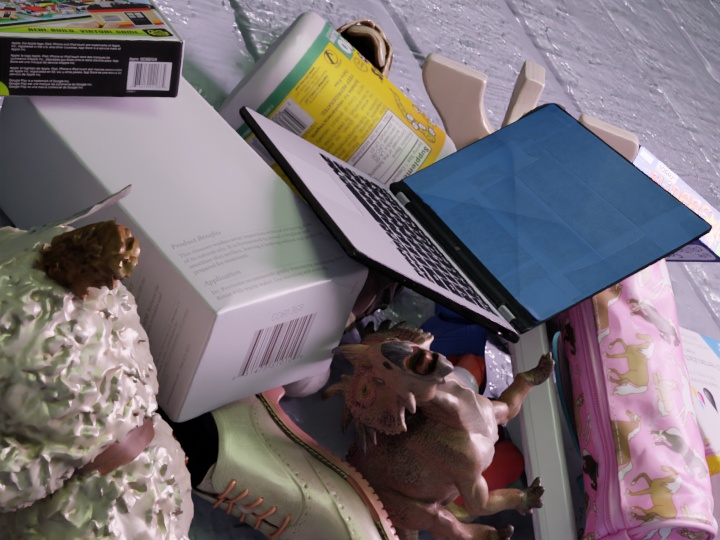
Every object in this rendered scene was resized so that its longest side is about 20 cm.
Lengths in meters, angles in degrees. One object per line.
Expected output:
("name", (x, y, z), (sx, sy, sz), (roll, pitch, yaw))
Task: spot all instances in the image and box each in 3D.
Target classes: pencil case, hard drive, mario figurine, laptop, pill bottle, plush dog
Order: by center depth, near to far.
("plush dog", (-0.131, 0.074, 0.582), (0.173, 0.159, 0.200), (66, 25, -16))
("laptop", (0.062, -0.059, 0.765), (0.199, 0.116, 0.187), (27, 15, -35))
("pencil case", (0.161, 0.076, 0.794), (0.086, 0.083, 0.202), (-3, 67, -8))
("hard drive", (0.116, 0.092, 0.846), (0.132, 0.026, 0.202), (61, 21, -70))
("mario figurine", (0.044, 0.066, 0.849), (0.123, 0.105, 0.202), (35, 50, -54))
("pill bottle", (0.000, -0.083, 0.958), (0.200, 0.113, 0.113), (41, 30, -12))

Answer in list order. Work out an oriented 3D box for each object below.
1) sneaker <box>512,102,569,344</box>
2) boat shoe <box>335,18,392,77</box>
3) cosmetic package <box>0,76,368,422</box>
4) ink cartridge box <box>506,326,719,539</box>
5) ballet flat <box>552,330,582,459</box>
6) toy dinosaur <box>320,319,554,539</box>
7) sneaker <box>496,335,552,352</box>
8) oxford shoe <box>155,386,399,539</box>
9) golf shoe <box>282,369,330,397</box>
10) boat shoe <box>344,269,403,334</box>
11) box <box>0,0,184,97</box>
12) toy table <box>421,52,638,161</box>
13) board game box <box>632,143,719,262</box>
("sneaker", (0.154, -0.017, 0.932), (0.075, 0.201, 0.116), (-28, 50, -20))
("boat shoe", (-0.004, -0.171, 1.097), (0.076, 0.074, 0.200), (44, 29, -8))
("cosmetic package", (-0.105, -0.025, 0.711), (0.112, 0.081, 0.200), (-14, 50, -43))
("ink cartridge box", (0.230, 0.166, 0.939), (0.146, 0.146, 0.201), (16, 43, -44))
("ballet flat", (0.176, 0.130, 0.858), (0.068, 0.068, 0.202), (8, 72, -57))
("toy dinosaur", (0.026, 0.100, 0.723), (0.135, 0.201, 0.086), (15, 34, -13))
("sneaker", (0.181, 0.039, 1.084), (0.199, 0.091, 0.076), (28, 38, -31))
("oxford shoe", (-0.052, 0.121, 0.699), (0.200, 0.071, 0.074), (47, 35, 17))
("golf shoe", (-0.080, -0.004, 0.820), (0.201, 0.078, 0.097), (65, 10, 23))
("boat shoe", (0.000, -0.001, 0.842), (0.201, 0.066, 0.072), (-53, 119, -85))
("box", (-0.206, -0.130, 0.699), (0.199, 0.035, 0.110), (-3, 32, -26))
("toy table", (0.123, -0.090, 1.068), (0.199, 0.118, 0.184), (16, 28, -13))
("board game box", (0.230, -0.056, 1.188), (0.135, 0.200, 0.035), (36, 76, -23))
